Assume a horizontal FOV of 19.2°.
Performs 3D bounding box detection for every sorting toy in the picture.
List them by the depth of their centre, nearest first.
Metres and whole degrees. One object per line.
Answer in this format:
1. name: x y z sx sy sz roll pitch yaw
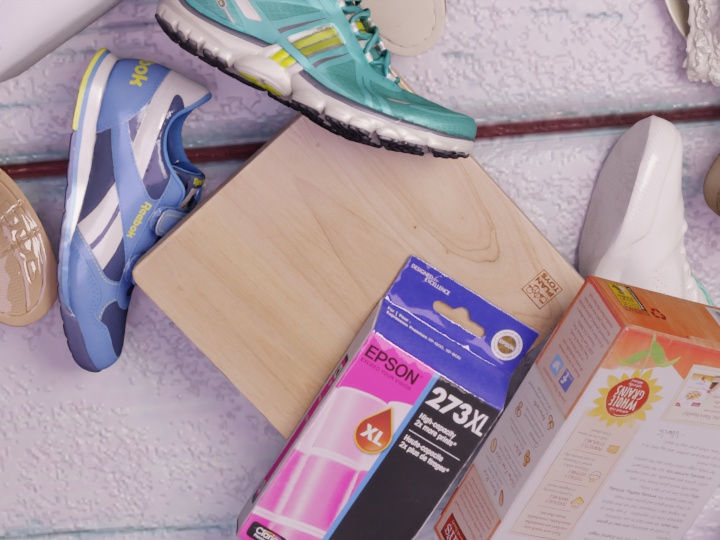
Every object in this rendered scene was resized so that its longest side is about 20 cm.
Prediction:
1. sorting toy: 0.000 0.000 1.299 0.199 0.070 0.200 -41 102 8

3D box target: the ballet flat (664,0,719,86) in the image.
1. ballet flat: 0.203 -0.204 1.266 0.071 0.072 0.201 -9 97 4

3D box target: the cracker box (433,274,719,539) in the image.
1. cracker box: 0.149 0.108 1.270 0.133 0.058 0.201 14 119 -31

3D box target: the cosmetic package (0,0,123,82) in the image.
1. cosmetic package: -0.193 -0.246 1.247 0.200 0.123 0.200 -34 96 9

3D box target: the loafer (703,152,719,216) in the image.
1. loafer: 0.276 -0.092 1.217 0.076 0.068 0.200 1 133 -37

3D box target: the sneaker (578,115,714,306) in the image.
1. sneaker: 0.181 0.005 1.304 0.088 0.075 0.201 9 108 -9

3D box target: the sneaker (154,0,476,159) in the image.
1. sneaker: -0.018 -0.125 1.199 0.199 0.078 0.080 30 90 0

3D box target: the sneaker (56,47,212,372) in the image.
1. sneaker: -0.140 -0.032 1.306 0.082 0.074 0.201 8 101 -1

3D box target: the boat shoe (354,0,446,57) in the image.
1. boat shoe: -0.006 -0.222 1.271 0.072 0.060 0.200 -32 95 19

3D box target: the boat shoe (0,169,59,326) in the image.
1. boat shoe: -0.261 -0.048 1.313 0.072 0.065 0.200 -45 93 -10

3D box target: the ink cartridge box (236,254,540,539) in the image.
1. ink cartridge box: 0.016 0.099 1.273 0.094 0.037 0.200 31 100 -9
